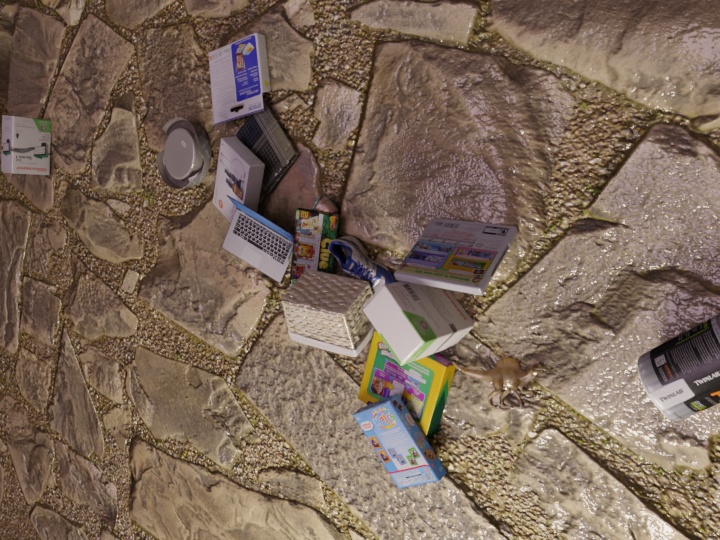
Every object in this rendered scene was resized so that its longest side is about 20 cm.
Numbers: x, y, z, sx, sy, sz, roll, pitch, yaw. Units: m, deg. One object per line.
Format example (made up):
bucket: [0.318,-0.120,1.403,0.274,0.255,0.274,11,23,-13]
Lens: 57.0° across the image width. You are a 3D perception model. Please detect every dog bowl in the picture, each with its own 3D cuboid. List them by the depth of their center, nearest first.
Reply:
dog bowl: [-0.506,-0.335,1.910,0.198,0.058,0.203,4,96,37]

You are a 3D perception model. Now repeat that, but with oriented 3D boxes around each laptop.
laptop: [-0.264,-0.074,1.662,0.186,0.116,0.202,31,117,5]

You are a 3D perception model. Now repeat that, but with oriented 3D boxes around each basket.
basket: [-0.070,0.093,1.527,0.198,0.136,0.125,10,133,32]

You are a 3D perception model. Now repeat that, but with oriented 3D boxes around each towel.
towel: [-0.258,-0.312,1.744,0.192,0.034,0.201,-42,66,29]

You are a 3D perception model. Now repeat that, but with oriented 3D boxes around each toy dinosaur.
toy dinosaur: [0.289,0.228,1.355,0.197,0.058,0.103,-5,76,30]

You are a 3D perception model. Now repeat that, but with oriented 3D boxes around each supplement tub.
supplement tub: [0.568,0.151,1.079,0.200,0.122,0.124,-39,71,34]

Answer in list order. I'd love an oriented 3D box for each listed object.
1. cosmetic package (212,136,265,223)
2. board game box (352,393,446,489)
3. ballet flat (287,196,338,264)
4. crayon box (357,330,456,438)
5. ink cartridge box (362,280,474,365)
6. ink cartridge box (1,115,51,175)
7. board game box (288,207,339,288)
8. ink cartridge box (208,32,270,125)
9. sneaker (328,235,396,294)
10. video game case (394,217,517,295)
cosmetic package: [-0.324,-0.226,1.746,0.151,0.051,0.202,45,133,36]
board game box: [0.083,0.382,1.473,0.151,0.036,0.201,-33,90,50]
ballet flat: [-0.114,-0.084,1.626,0.067,0.068,0.201,35,115,12]
crayon box: [0.101,0.248,1.488,0.198,0.058,0.175,24,107,33]
ink cartridge box: [0.123,0.097,1.371,0.084,0.199,0.146,-49,65,32]
ink cartridge box: [-1.199,-0.446,2.382,0.083,0.145,0.203,12,101,34]
board game box: [-0.113,-0.045,1.603,0.103,0.024,0.203,7,110,0]
ink cartridge box: [-0.322,-0.503,1.766,0.196,0.047,0.203,-5,92,36]
sneaker: [0.000,0.000,1.528,0.200,0.088,0.076,43,116,25]
video game case: [0.192,-0.033,1.337,0.198,0.183,0.022,10,139,36]
